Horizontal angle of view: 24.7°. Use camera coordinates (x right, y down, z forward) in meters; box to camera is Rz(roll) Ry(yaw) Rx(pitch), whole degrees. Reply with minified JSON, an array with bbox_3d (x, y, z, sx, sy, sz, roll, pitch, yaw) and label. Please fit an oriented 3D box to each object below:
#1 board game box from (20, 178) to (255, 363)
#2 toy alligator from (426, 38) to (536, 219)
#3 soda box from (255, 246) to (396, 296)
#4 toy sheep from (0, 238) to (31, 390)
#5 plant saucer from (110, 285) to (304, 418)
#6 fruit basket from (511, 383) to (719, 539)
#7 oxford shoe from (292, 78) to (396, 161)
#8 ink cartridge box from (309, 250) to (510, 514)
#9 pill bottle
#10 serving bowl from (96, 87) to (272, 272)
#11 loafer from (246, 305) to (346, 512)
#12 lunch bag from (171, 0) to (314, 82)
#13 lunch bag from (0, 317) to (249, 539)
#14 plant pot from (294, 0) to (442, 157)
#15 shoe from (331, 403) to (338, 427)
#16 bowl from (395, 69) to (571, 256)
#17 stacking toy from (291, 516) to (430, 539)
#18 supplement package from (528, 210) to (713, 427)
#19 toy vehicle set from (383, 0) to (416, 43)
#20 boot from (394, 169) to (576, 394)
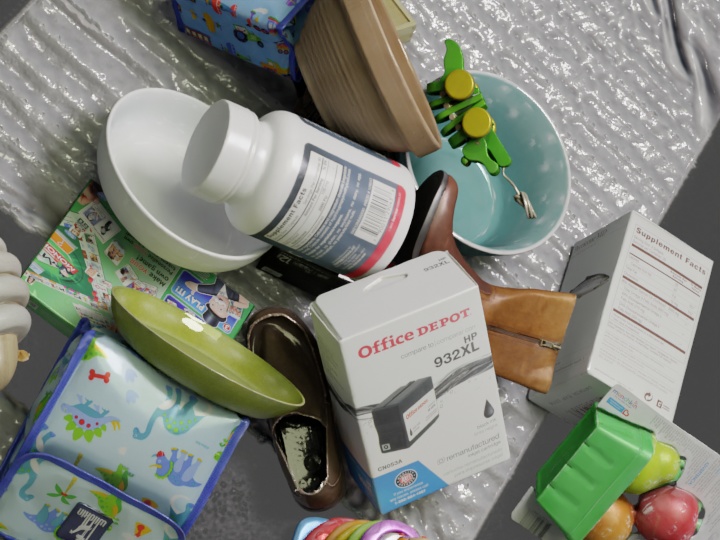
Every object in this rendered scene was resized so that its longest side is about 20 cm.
[{"bbox_3d":[-0.212,0.027,1.546,0.199,0.029,0.135,38,59,-11],"label":"board game box"},{"bbox_3d":[0.111,-0.133,1.642,0.054,0.059,0.202,-25,84,8],"label":"toy alligator"},{"bbox_3d":[0.000,0.000,1.649,0.198,0.063,0.071,26,62,-19],"label":"soda box"},{"bbox_3d":[-0.353,0.016,1.415,0.137,0.138,0.202,-18,76,-32],"label":"toy sheep"},{"bbox_3d":[-0.141,0.078,1.457,0.199,0.200,0.031,30,95,-16],"label":"plant saucer"},{"bbox_3d":[0.283,0.233,1.669,0.199,0.186,0.094,31,20,-12],"label":"fruit basket"},{"bbox_3d":[-0.027,-0.153,1.690,0.084,0.073,0.201,-17,69,-29],"label":"oxford shoe"},{"bbox_3d":[0.048,0.104,1.538,0.144,0.084,0.202,-21,121,-13],"label":"ink cartridge box"},{"bbox_3d":[-0.060,-0.079,1.524,0.198,0.119,0.121,23,62,-27],"label":"pill bottle"},{"bbox_3d":[-0.171,-0.075,1.565,0.199,0.066,0.201,29,38,-25],"label":"serving bowl"},{"bbox_3d":[-0.058,0.127,1.554,0.072,0.071,0.202,-20,81,-1],"label":"loafer"},{"bbox_3d":[-0.079,-0.312,1.645,0.149,0.094,0.201,25,68,21],"label":"lunch bag"},{"bbox_3d":[-0.218,0.171,1.437,0.169,0.127,0.201,31,90,-13],"label":"lunch bag"},{"bbox_3d":[-0.002,-0.190,1.565,0.092,0.201,0.203,-24,83,7],"label":"plant pot"},{"bbox_3d":[0.042,0.113,1.635,0.198,0.053,0.071,-6,74,-28],"label":"shoe"},{"bbox_3d":[0.111,-0.096,1.719,0.199,0.105,0.203,10,68,-24],"label":"bowl"},{"bbox_3d":[0.017,0.266,1.481,0.115,0.200,0.111,22,63,-19],"label":"stacking toy"},{"bbox_3d":[0.277,0.062,1.744,0.117,0.117,0.202,29,61,-16],"label":"supplement package"},{"bbox_3d":[-0.045,-0.303,1.718,0.123,0.027,0.201,-21,64,-31],"label":"toy vehicle set"},{"bbox_3d":[0.128,0.013,1.613,0.198,0.068,0.191,13,89,-20],"label":"boot"}]
